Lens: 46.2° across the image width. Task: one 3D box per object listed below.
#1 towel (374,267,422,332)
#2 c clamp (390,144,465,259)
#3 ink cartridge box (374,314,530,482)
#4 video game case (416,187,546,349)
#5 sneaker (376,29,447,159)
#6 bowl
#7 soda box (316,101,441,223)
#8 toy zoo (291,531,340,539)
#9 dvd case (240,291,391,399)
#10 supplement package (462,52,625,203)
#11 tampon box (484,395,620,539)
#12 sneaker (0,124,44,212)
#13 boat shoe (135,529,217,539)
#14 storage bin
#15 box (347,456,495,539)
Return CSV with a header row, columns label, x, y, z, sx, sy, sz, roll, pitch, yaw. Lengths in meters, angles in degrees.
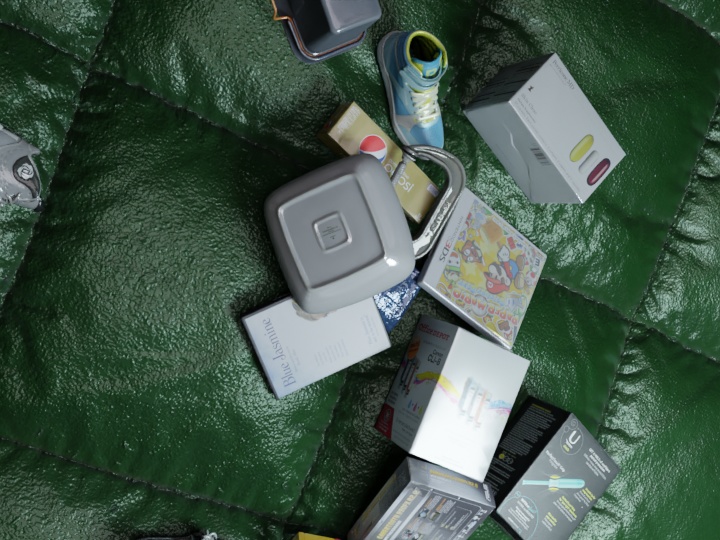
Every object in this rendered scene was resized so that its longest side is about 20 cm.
label,x,y,z,sx,sy,sz,roll,pitch,yaw
towel,0.000,0.000,1.294,0.199,0.048,0.113,37,83,-20
c clamp,0.059,-0.103,1.245,0.169,0.027,0.202,33,97,-18
ink cartridge box,0.141,0.193,1.313,0.143,0.145,0.203,25,86,-20
video game case,0.199,-0.003,1.355,0.199,0.023,0.184,36,66,-21
sneaker,0.093,-0.263,1.259,0.078,0.130,0.203,-27,104,-17
bowl,-0.034,-0.053,1.192,0.196,0.075,0.203,-22,87,7
soda box,0.029,-0.162,1.278,0.200,0.068,0.064,43,81,-19
toy zoo,-0.055,0.466,1.300,0.196,0.021,0.133,17,116,-19
dvd case,-0.065,0.090,1.266,0.197,0.018,0.145,-24,109,-5
supplement package,0.285,-0.217,1.322,0.111,0.155,0.200,-45,108,-11
tampon box,0.296,0.342,1.396,0.200,0.126,0.150,-47,109,-11
sneaker,-0.475,-0.083,1.095,0.114,0.075,0.203,25,85,-23
boat shoe,-0.237,0.415,1.231,0.195,0.074,0.070,6,108,-12
storage bin,-0.058,-0.408,1.187,0.143,0.134,0.204,-24,102,-17
box,0.091,0.390,1.313,0.156,0.049,0.202,21,121,-19
